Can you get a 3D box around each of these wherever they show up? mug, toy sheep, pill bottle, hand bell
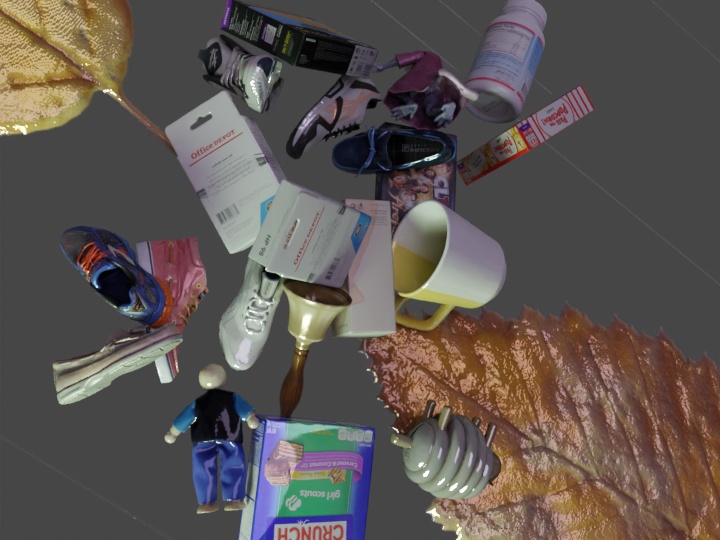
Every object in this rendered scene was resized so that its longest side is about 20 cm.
[{"bbox_3d":[0.132,-0.006,1.214,0.152,0.186,0.151,19,57,-31],"label":"mug"},{"bbox_3d":[0.130,0.274,1.176,0.198,0.138,0.140,23,73,-19],"label":"toy sheep"},{"bbox_3d":[0.253,-0.364,1.344,0.108,0.109,0.202,28,72,-14],"label":"pill bottle"},{"bbox_3d":[-0.087,0.121,1.131,0.103,0.104,0.202,11,106,-18],"label":"hand bell"}]

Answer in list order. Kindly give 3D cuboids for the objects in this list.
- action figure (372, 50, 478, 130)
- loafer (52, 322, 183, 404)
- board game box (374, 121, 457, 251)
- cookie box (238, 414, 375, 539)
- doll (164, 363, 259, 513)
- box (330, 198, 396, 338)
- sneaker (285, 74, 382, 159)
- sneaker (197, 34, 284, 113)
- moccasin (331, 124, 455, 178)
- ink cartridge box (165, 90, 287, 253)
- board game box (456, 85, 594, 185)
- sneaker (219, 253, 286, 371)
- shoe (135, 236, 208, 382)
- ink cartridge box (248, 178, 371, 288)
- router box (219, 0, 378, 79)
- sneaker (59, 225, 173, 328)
[{"bbox_3d":[0.100,-0.313,1.257,0.133,0.149,0.201,35,38,-21],"label":"action figure"},{"bbox_3d":[-0.326,0.109,1.024,0.198,0.072,0.063,-29,80,15],"label":"loafer"},{"bbox_3d":[0.091,-0.133,1.282,0.134,0.035,0.203,6,79,-20],"label":"board game box"},{"bbox_3d":[-0.076,0.317,1.113,0.169,0.075,0.203,9,83,-20],"label":"cookie box"},{"bbox_3d":[-0.207,0.232,1.094,0.134,0.048,0.203,-5,78,4],"label":"doll"},{"bbox_3d":[0.000,0.000,1.194,0.077,0.095,0.203,1,79,-21],"label":"box"},{"bbox_3d":[-0.039,-0.241,1.232,0.080,0.074,0.200,44,69,-10],"label":"sneaker"},{"bbox_3d":[-0.182,-0.290,1.130,0.128,0.199,0.080,25,100,-4],"label":"sneaker"},{"bbox_3d":[0.046,-0.193,1.209,0.197,0.068,0.082,-8,92,16],"label":"moccasin"},{"bbox_3d":[-0.181,-0.142,1.131,0.115,0.067,0.202,-28,91,11],"label":"ink cartridge box"},{"bbox_3d":[0.261,-0.217,1.273,0.151,0.200,0.047,-32,93,-22],"label":"board game box"},{"bbox_3d":[-0.152,0.046,1.132,0.074,0.087,0.203,18,76,-16],"label":"sneaker"},{"bbox_3d":[-0.256,0.051,1.099,0.090,0.071,0.203,-9,79,-16],"label":"shoe"},{"bbox_3d":[-0.075,-0.050,1.062,0.066,0.199,0.117,28,96,27],"label":"ink cartridge box"},{"bbox_3d":[-0.086,-0.340,1.150,0.148,0.199,0.052,31,112,24],"label":"router box"},{"bbox_3d":[-0.334,-0.002,1.040,0.199,0.078,0.076,33,91,23],"label":"sneaker"}]
